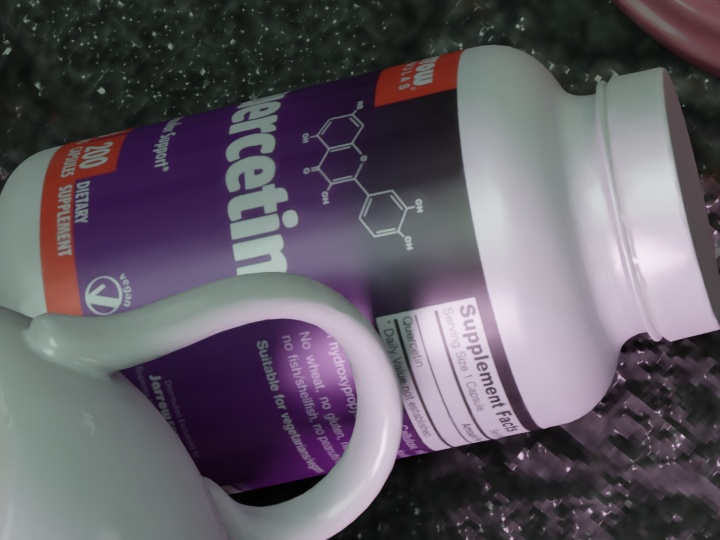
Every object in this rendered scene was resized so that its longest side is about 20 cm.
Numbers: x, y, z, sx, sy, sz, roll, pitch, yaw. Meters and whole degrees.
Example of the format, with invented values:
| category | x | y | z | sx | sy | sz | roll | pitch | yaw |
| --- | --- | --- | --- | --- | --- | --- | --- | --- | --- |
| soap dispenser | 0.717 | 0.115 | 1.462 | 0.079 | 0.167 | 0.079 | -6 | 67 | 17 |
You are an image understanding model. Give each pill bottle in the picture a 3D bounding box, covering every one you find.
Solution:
| category | x | y | z | sx | sy | sz | roll | pitch | yaw |
| --- | --- | --- | --- | --- | --- | --- | --- | --- | --- |
| pill bottle | 0.000 | 0.000 | 0.826 | 0.199 | 0.112 | 0.113 | -13 | 75 | 11 |

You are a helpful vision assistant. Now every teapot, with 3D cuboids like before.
| category | x | y | z | sx | sy | sz | roll | pitch | yaw |
| --- | --- | --- | --- | --- | --- | --- | --- | --- | --- |
| teapot | -0.095 | 0.108 | 0.746 | 0.199 | 0.146 | 0.198 | -18 | 55 | 39 |

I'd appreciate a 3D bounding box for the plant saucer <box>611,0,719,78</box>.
| category | x | y | z | sx | sy | sz | roll | pitch | yaw |
| --- | --- | --- | --- | --- | --- | --- | --- | --- | --- |
| plant saucer | 0.149 | -0.152 | 0.853 | 0.200 | 0.051 | 0.202 | -3 | 78 | 14 |
